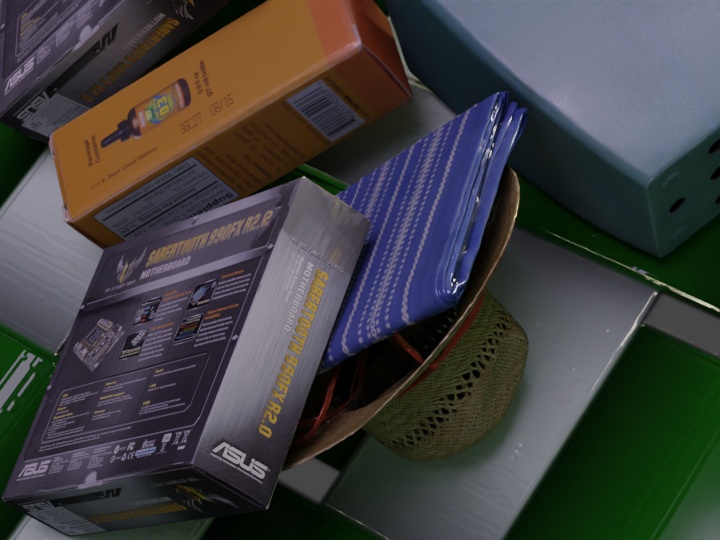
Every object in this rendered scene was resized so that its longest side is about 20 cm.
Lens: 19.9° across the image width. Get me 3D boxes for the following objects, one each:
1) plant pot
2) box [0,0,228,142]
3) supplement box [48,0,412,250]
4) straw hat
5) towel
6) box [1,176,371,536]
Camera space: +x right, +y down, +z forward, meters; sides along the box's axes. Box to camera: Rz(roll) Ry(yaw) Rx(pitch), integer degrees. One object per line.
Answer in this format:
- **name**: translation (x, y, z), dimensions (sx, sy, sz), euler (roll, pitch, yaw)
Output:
- **plant pot**: translation (0.126, -0.118, 1.077), dimensions (0.141, 0.141, 0.200), euler (-38, 63, -6)
- **box**: translation (-0.138, -0.189, 1.189), dimensions (0.200, 0.048, 0.159), euler (-34, 46, 39)
- **supplement box**: translation (-0.074, -0.085, 1.139), dimensions (0.199, 0.069, 0.067), euler (-28, 54, 16)
- **straw hat**: translation (0.033, 0.046, 1.030), dimensions (0.201, 0.085, 0.201), euler (-41, 21, 19)
- **towel**: translation (0.000, 0.000, 1.035), dimensions (0.200, 0.024, 0.145), euler (-31, 29, 43)
- **box**: translation (-0.092, 0.049, 1.040), dimensions (0.200, 0.048, 0.159), euler (-17, 47, 52)
